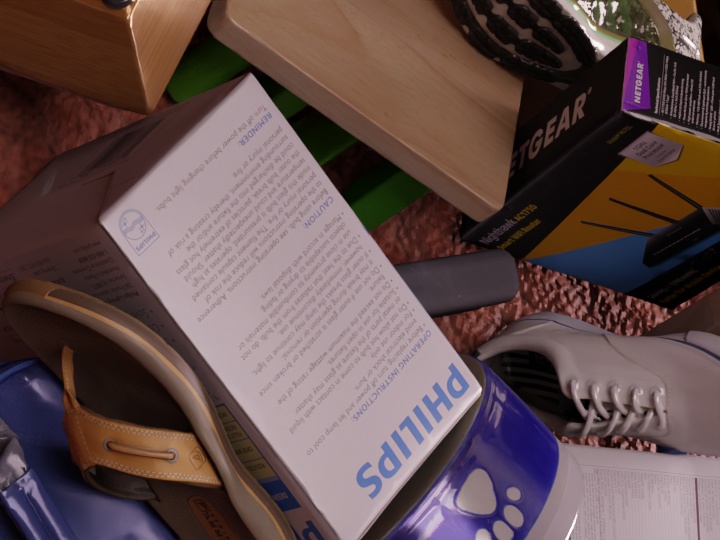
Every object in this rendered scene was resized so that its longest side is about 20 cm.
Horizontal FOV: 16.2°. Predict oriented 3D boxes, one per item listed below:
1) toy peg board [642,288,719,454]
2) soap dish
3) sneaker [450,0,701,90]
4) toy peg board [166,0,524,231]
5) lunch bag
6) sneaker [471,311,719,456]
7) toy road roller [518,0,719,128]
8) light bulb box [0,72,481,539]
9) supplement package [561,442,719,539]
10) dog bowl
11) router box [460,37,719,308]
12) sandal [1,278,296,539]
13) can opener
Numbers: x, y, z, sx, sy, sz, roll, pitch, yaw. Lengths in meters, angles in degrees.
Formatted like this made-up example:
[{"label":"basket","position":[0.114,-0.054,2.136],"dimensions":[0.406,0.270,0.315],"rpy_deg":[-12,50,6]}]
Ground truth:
[{"label":"toy peg board","position":[0.269,0.067,1.492],"dimensions":[0.199,0.199,0.098],"rpy_deg":[-2,68,-36]},{"label":"soap dish","position":[-0.140,-0.192,1.304],"dimensions":[0.157,0.081,0.201],"rpy_deg":[20,64,10]},{"label":"sneaker","position":[0.126,-0.152,1.439],"dimensions":[0.200,0.077,0.089],"rpy_deg":[32,58,-34]},{"label":"toy peg board","position":[-0.011,-0.139,1.435],"dimensions":[0.200,0.098,0.200],"rpy_deg":[34,46,-26]},{"label":"lunch bag","position":[-0.169,0.136,1.219],"dimensions":[0.136,0.132,0.201],"rpy_deg":[-38,103,-35]},{"label":"sneaker","position":[0.147,0.073,1.427],"dimensions":[0.071,0.199,0.073],"rpy_deg":[-28,116,-41]},{"label":"toy road roller","position":[0.191,-0.128,1.567],"dimensions":[0.199,0.146,0.124],"rpy_deg":[-8,83,1]},{"label":"light bulb box","position":[-0.082,0.035,1.263],"dimensions":[0.125,0.198,0.200],"rpy_deg":[-46,108,-32]},{"label":"supplement package","position":[0.152,0.167,1.459],"dimensions":[0.199,0.109,0.114],"rpy_deg":[8,75,-34]},{"label":"dog bowl","position":[0.016,0.140,1.310],"dimensions":[0.079,0.200,0.200],"rpy_deg":[47,57,-15]},{"label":"router box","position":[0.166,-0.050,1.437],"dimensions":[0.149,0.200,0.051],"rpy_deg":[18,64,-18]},{"label":"sandal","position":[-0.100,0.087,1.172],"dimensions":[0.054,0.080,0.200],"rpy_deg":[-48,115,-35]},{"label":"can opener","position":[0.000,0.000,1.422],"dimensions":[0.199,0.053,0.067],"rpy_deg":[-10,86,-38]}]
